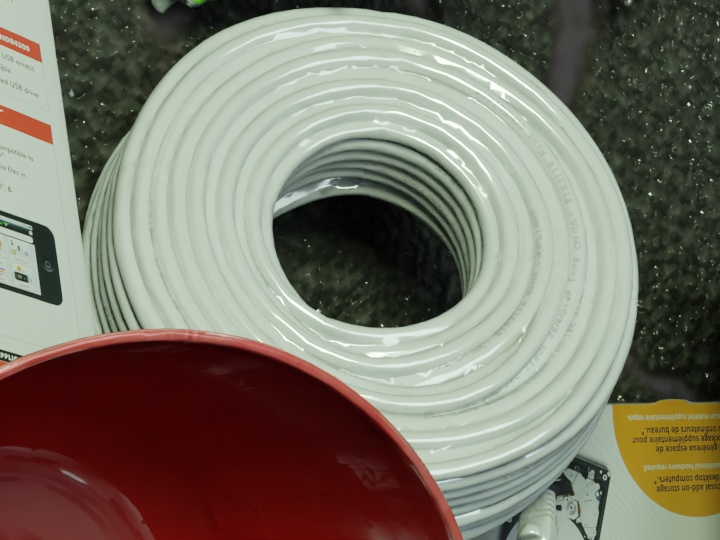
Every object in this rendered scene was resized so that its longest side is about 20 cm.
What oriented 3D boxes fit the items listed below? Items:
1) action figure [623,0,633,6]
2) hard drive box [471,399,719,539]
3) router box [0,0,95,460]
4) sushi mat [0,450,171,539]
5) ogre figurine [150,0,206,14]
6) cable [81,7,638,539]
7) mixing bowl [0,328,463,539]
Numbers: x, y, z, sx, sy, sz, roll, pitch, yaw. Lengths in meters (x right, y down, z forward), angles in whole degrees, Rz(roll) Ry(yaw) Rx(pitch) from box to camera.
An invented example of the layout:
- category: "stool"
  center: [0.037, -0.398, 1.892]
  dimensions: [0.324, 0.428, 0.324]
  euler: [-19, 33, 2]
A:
- category: "action figure"
  center: [0.090, -0.186, 0.963]
  dimensions: [0.199, 0.102, 0.120]
  euler: [19, 71, -32]
- category: "hard drive box"
  center: [0.076, 0.153, 0.920]
  dimensions: [0.155, 0.077, 0.202]
  euler: [1, 84, -38]
- category: "router box"
  center: [-0.165, -0.028, 0.669]
  dimensions: [0.199, 0.049, 0.181]
  euler: [21, 50, -48]
- category: "sushi mat"
  center: [-0.111, 0.123, 0.658]
  dimensions: [0.199, 0.012, 0.096]
  euler: [-35, 113, -22]
- category: "ogre figurine"
  center: [-0.014, -0.164, 0.861]
  dimensions: [0.199, 0.098, 0.121]
  euler: [-15, 107, -20]
- category: "cable"
  center: [0.000, 0.000, 0.832]
  dimensions: [0.199, 0.069, 0.201]
  euler: [18, 59, -4]
- category: "mixing bowl"
  center: [-0.077, 0.107, 0.606]
  dimensions: [0.199, 0.108, 0.202]
  euler: [-4, 99, -29]
